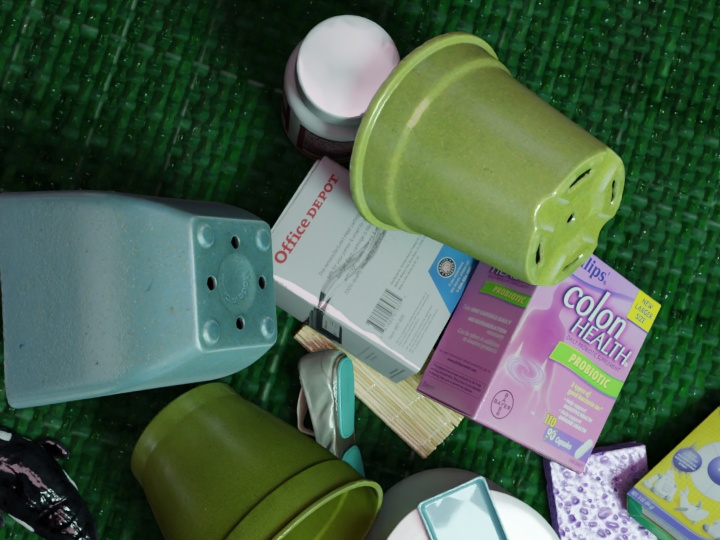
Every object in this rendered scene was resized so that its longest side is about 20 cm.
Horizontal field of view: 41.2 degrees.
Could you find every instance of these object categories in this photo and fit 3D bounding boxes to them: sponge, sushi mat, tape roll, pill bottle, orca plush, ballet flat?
[{"bbox_3d":[0.269,0.296,1.049,0.111,0.030,0.201,-7,88,-7],"label":"sponge"},{"bbox_3d":[0.030,0.103,1.042,0.200,0.012,0.096,43,84,-2],"label":"sushi mat"},{"bbox_3d":[0.100,0.312,0.976,0.202,0.139,0.204,0,87,-5],"label":"tape roll"},{"bbox_3d":[-0.021,-0.178,0.957,0.114,0.200,0.115,0,87,-6],"label":"pill bottle"},{"bbox_3d":[-0.332,0.241,0.966,0.105,0.071,0.200,-27,90,-7],"label":"orca plush"},{"bbox_3d":[-0.033,0.183,1.014,0.063,0.067,0.201,-5,90,22],"label":"ballet flat"}]

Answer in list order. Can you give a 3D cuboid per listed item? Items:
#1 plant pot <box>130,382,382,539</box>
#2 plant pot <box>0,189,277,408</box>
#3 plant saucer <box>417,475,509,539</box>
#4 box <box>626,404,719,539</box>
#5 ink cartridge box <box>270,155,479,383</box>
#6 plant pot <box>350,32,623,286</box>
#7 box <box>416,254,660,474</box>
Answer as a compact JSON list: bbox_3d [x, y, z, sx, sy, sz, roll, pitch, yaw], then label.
[{"bbox_3d":[-0.117,0.216,0.924,0.193,0.200,0.200,40,83,27],"label":"plant pot"},{"bbox_3d":[-0.189,0.020,0.893,0.199,0.196,0.197,-5,87,30],"label":"plant pot"},{"bbox_3d":[0.120,0.297,0.900,0.070,0.019,0.201,-22,90,-7],"label":"plant saucer"},{"bbox_3d":[0.392,0.218,1.012,0.200,0.117,0.048,-35,135,-21],"label":"box"},{"bbox_3d":[0.000,0.000,0.995,0.200,0.084,0.145,34,69,-3],"label":"ink cartridge box"},{"bbox_3d":[0.125,-0.085,0.863,0.184,0.200,0.201,35,83,33],"label":"plant pot"},{"bbox_3d":[0.185,0.078,0.982,0.176,0.097,0.200,31,83,-34],"label":"box"}]
